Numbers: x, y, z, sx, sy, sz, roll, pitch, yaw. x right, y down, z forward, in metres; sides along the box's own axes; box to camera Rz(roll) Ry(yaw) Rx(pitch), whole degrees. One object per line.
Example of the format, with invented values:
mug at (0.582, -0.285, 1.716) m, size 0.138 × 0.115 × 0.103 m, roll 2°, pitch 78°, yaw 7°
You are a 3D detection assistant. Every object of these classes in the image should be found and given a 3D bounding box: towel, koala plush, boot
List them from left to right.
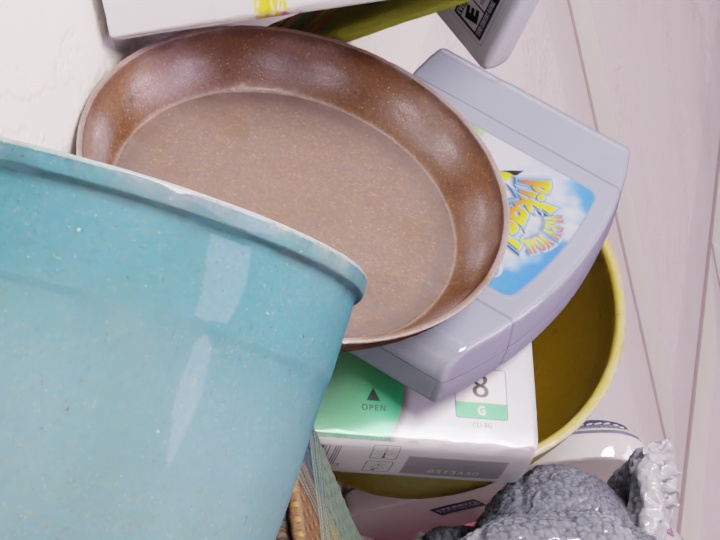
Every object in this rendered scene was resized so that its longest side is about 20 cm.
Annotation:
towel at (-0.007, 0.157, 0.955) m, size 0.147 × 0.022 × 0.201 m, roll -99°, pitch 171°, yaw -49°
towel at (0.010, -0.127, 1.077) m, size 0.018 × 0.199 × 0.086 m, roll 65°, pitch 28°, yaw -16°
boot at (0.074, 0.091, 1.235) m, size 0.073 × 0.199 × 0.091 m, roll 34°, pitch 51°, yaw -45°
koala plush at (0.098, 0.160, 1.037) m, size 0.185 × 0.176 × 0.200 m, roll 61°, pitch 15°, yaw -20°

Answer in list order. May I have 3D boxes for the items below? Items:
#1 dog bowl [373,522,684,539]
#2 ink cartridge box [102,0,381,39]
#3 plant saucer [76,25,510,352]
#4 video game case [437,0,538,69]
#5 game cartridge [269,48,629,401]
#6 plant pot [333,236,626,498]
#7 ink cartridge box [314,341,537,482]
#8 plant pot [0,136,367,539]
dog bowl at (0.089, 0.174, 1.276) m, size 0.074 × 0.199 × 0.200 m, roll 64°, pitch 24°, yaw -17°
ink cartridge box at (-0.020, -0.205, 1.003) m, size 0.147 × 0.198 × 0.147 m, roll -54°, pitch 134°, yaw -65°
plant saucer at (-0.032, -0.033, 0.978) m, size 0.201 × 0.199 × 0.035 m, roll -75°, pitch -176°, yaw -47°
video game case at (0.051, -0.235, 1.117) m, size 0.022 × 0.183 × 0.201 m, roll -23°, pitch 155°, yaw -34°
game cartridge at (0.047, -0.025, 1.046) m, size 0.200 × 0.133 × 0.041 m, roll -48°, pitch 165°, yaw -43°
plant pot at (0.025, 0.041, 1.143) m, size 0.142 × 0.198 × 0.202 m, roll 112°, pitch -15°, yaw -59°
ink cartridge box at (0.000, 0.000, 1.050) m, size 0.050 × 0.159 × 0.202 m, roll 116°, pitch -24°, yaw -61°
plant pot at (-0.115, 0.070, 0.672) m, size 0.200 × 0.198 × 0.190 m, roll 33°, pitch 69°, yaw -68°
